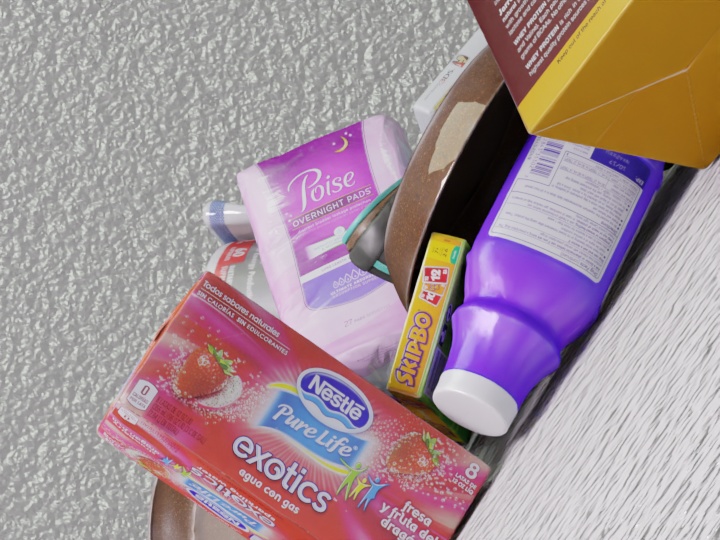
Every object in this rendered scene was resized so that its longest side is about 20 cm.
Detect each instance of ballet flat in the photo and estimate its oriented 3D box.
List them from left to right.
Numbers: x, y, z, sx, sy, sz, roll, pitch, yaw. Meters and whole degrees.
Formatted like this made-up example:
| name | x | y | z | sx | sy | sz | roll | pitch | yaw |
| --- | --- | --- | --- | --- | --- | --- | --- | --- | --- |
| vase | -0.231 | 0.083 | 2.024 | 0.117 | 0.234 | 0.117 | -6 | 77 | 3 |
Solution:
| name | x | y | z | sx | sy | sz | roll | pitch | yaw |
| --- | --- | --- | --- | --- | --- | --- | --- | --- | --- |
| ballet flat | 0.060 | -0.053 | 1.748 | 0.200 | 0.068 | 0.068 | -51 | -5 | -39 |

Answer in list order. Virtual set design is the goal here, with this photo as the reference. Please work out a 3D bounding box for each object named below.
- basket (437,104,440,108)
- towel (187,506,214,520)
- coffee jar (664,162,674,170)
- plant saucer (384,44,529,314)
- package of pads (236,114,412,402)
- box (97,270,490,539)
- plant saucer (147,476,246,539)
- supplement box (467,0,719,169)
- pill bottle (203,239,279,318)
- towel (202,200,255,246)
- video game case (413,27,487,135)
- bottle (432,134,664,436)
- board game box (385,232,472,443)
| name | x | y | z | sx | sy | sz | roll | pitch | yaw |
| --- | --- | --- | --- | --- | --- | --- | --- | --- | --- |
| basket | 0.143 | -0.120 | 1.920 | 0.124 | 0.135 | 0.200 | -52 | 2 | 0 |
| towel | -0.024 | 0.122 | 1.781 | 0.199 | 0.024 | 0.145 | -10 | 24 | 41 |
| coffee jar | 0.213 | -0.159 | 1.621 | 0.200 | 0.085 | 0.104 | -52 | 3 | 37 |
| plant saucer | 0.068 | -0.065 | 1.620 | 0.201 | 0.034 | 0.201 | -54 | -18 | -26 |
| package of pads | 0.000 | 0.000 | 1.797 | 0.120 | 0.201 | 0.076 | -22 | -38 | 5 |
| box | -0.040 | 0.102 | 1.525 | 0.096 | 0.200 | 0.100 | -56 | 2 | -19 |
| plant saucer | -0.055 | 0.160 | 1.698 | 0.032 | 0.200 | 0.200 | 9 | -55 | -48 |
| supplement box | 0.161 | -0.203 | 1.494 | 0.197 | 0.132 | 0.201 | -53 | 44 | 34 |
| pill bottle | -0.002 | 0.025 | 1.905 | 0.199 | 0.114 | 0.114 | -8 | 25 | 24 |
| towel | -0.008 | -0.033 | 1.957 | 0.147 | 0.199 | 0.024 | 52 | -144 | -75 |
| video game case | 0.123 | -0.119 | 2.120 | 0.182 | 0.023 | 0.200 | -50 | -37 | -24 |
| bottle | 0.103 | -0.001 | 1.540 | 0.065 | 0.083 | 0.201 | 95 | -160 | -64 |
| board game box | 0.056 | 0.045 | 1.628 | 0.200 | 0.030 | 0.096 | 44 | -119 | -72 |
